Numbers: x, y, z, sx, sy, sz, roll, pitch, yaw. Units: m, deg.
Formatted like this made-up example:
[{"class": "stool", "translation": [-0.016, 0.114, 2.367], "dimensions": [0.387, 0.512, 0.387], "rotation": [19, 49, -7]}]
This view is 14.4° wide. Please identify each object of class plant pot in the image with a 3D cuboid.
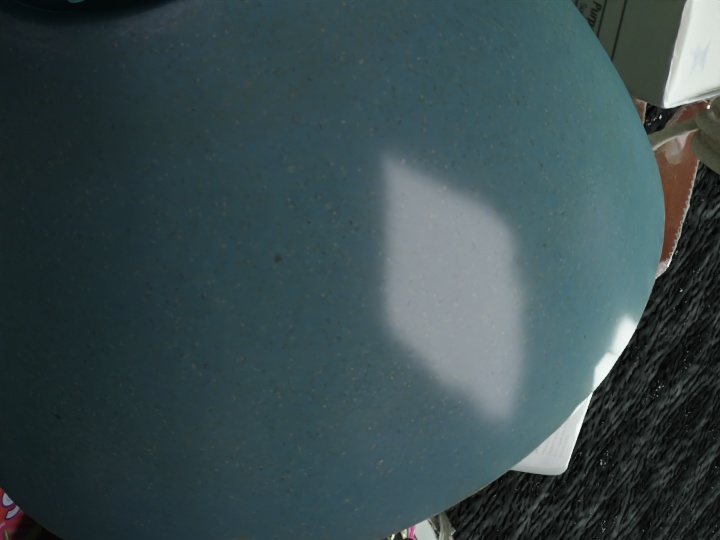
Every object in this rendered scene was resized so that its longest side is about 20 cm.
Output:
[{"class": "plant pot", "translation": [-0.034, -0.043, 0.730], "dimensions": [0.200, 0.199, 0.135], "rotation": [-51, 139, -27]}]

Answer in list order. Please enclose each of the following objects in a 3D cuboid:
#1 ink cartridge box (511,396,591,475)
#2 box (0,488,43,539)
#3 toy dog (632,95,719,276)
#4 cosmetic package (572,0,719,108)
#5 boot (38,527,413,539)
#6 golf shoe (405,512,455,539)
[{"class": "ink cartridge box", "translation": [0.000, 0.000, 1.037], "dimensions": [0.199, 0.068, 0.117], "rotation": [12, 101, -38]}, {"class": "box", "translation": [-0.122, 0.053, 0.863], "dimensions": [0.200, 0.099, 0.096], "rotation": [-44, 146, -38]}, {"class": "toy dog", "translation": [0.060, -0.038, 0.958], "dimensions": [0.132, 0.199, 0.097], "rotation": [-96, -164, -53]}, {"class": "cosmetic package", "translation": [0.037, -0.132, 0.896], "dimensions": [0.087, 0.199, 0.104], "rotation": [-17, 126, -58]}, {"class": "boot", "translation": [-0.010, 0.047, 0.878], "dimensions": [0.204, 0.073, 0.154], "rotation": [-56, 154, -12]}, {"class": "golf shoe", "translation": [-0.005, 0.108, 1.163], "dimensions": [0.092, 0.072, 0.201], "rotation": [-25, 123, -42]}]
